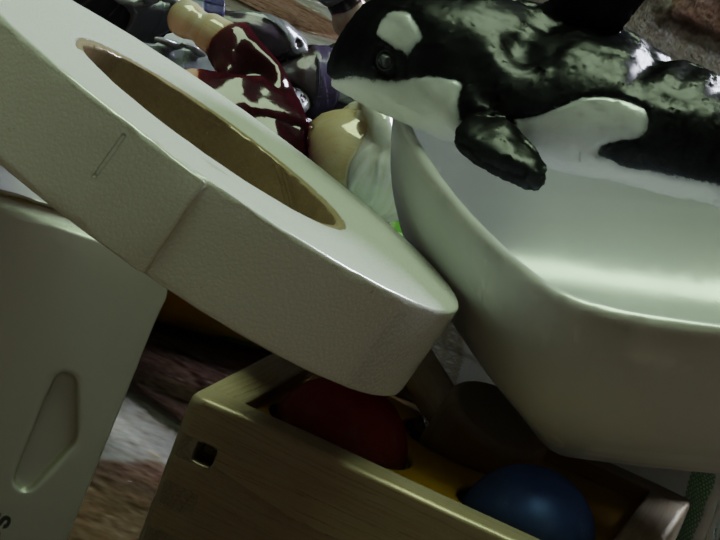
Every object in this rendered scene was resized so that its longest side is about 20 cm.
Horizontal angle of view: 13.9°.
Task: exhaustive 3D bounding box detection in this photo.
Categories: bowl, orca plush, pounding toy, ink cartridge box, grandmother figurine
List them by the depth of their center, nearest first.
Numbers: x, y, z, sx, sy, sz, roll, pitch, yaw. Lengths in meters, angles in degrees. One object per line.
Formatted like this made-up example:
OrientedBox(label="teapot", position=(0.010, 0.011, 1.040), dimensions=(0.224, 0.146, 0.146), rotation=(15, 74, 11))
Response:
OrientedBox(label="orca plush", position=(0.088, -0.068, 1.030), dimensions=(0.200, 0.071, 0.105), rotation=(25, 25, 26))
OrientedBox(label="pounding toy", position=(0.015, 0.080, 1.046), dimensions=(0.184, 0.143, 0.200), rotation=(24, 12, 10))
OrientedBox(label="ink cartridge box", position=(-0.144, 0.014, 1.049), dimensions=(0.084, 0.146, 0.200), rotation=(17, 12, -20))
OrientedBox(label="bowl", position=(0.112, 0.009, 1.050), dimensions=(0.199, 0.075, 0.200), rotation=(6, 23, -21))
OrientedBox(label="grandmother figurine", position=(-0.068, -0.059, 1.198), dimensions=(0.199, 0.122, 0.061), rotation=(11, -29, -9))

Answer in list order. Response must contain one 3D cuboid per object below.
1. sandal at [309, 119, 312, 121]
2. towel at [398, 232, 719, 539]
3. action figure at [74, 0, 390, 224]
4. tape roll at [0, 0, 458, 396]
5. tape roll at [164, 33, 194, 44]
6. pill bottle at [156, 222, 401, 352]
OrientedBox(label="sandal", position=(-0.023, -0.003, 1.394), dimensions=(0.075, 0.045, 0.201), rotation=(-19, 81, -55))
OrientedBox(label="towel", position=(0.051, 0.076, 1.150), dimensions=(0.200, 0.150, 0.031), rotation=(24, 32, 23))
OrientedBox(label="action figure", position=(-0.033, -0.087, 1.320), dimensions=(0.199, 0.131, 0.069), rotation=(11, -27, -35))
OrientedBox(label="tape roll", position=(-0.058, -0.031, 0.965), dimensions=(0.202, 0.037, 0.203), rotation=(35, 8, -6))
OrientedBox(label="tape roll", position=(-0.150, -0.069, 1.312), dimensions=(0.200, 0.201, 0.066), rotation=(14, -27, -32))
OrientedBox(label="pill bottle", position=(-0.079, -0.027, 1.456), dimensions=(0.199, 0.111, 0.111), rotation=(16, 12, -23))
